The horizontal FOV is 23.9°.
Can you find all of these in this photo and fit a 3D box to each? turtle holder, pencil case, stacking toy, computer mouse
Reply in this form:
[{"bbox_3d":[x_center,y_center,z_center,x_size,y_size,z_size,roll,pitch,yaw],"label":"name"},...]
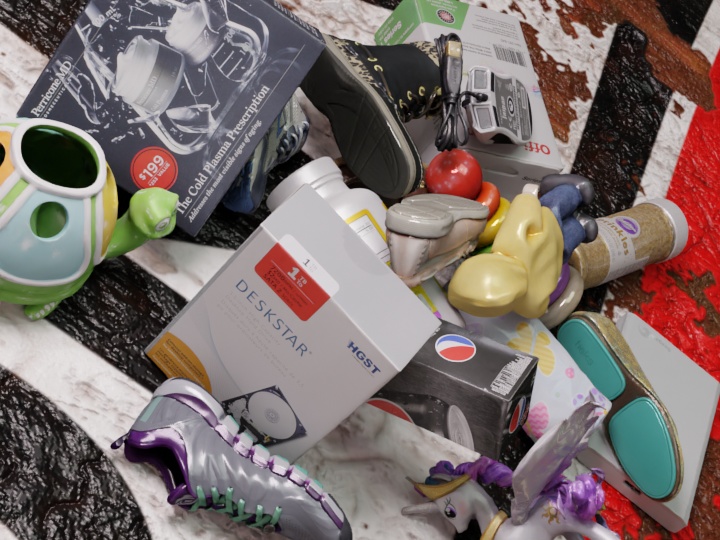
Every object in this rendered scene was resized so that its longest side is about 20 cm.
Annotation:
[{"bbox_3d":[-0.244,-0.043,1.331,0.185,0.132,0.142,33,43,-14],"label":"turtle holder"},{"bbox_3d":[0.143,0.085,1.584,0.200,0.091,0.083,47,64,2],"label":"pencil case"},{"bbox_3d":[0.127,-0.033,1.619,0.200,0.085,0.086,49,38,-26],"label":"stacking toy"},{"bbox_3d":[0.112,-0.155,1.615,0.200,0.044,0.111,11,71,-64],"label":"computer mouse"}]

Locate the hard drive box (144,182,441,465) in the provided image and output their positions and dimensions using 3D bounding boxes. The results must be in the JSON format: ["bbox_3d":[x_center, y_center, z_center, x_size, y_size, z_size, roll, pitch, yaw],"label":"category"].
[{"bbox_3d":[-0.058,0.053,1.359,0.156,0.200,0.077,45,42,0],"label":"hard drive box"}]

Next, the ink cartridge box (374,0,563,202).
[{"bbox_3d":[0.111,-0.175,1.754,0.144,0.084,0.201,9,55,-34],"label":"ink cartridge box"}]

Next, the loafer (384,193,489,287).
[{"bbox_3d":[0.061,-0.028,1.477,0.071,0.063,0.200,13,10,16],"label":"loafer"}]

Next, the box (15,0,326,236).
[{"bbox_3d":[-0.159,-0.167,1.431,0.181,0.201,0.104,33,10,-12],"label":"box"}]

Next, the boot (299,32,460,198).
[{"bbox_3d":[0.042,-0.151,1.588,0.153,0.074,0.204,-5,47,-37],"label":"boot"}]

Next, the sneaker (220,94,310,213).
[{"bbox_3d":[-0.084,-0.129,1.572,0.085,0.077,0.201,27,46,-26],"label":"sneaker"}]

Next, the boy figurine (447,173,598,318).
[{"bbox_3d":[0.149,-0.009,1.528,0.200,0.064,0.125,-42,131,-44],"label":"boy figurine"}]

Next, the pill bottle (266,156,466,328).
[{"bbox_3d":[0.000,0.000,1.517,0.104,0.104,0.201,-24,75,-46],"label":"pill bottle"}]

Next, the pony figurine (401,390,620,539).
[{"bbox_3d":[0.158,0.206,1.444,0.200,0.193,0.167,51,3,12],"label":"pony figurine"}]

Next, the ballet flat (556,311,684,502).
[{"bbox_3d":[0.259,0.125,1.627,0.070,0.071,0.201,-14,68,-44],"label":"ballet flat"}]

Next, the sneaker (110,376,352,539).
[{"bbox_3d":[-0.102,0.177,1.336,0.199,0.075,0.088,38,52,7],"label":"sneaker"}]

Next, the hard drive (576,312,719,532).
[{"bbox_3d":[0.290,0.148,1.698,0.132,0.026,0.201,38,43,-10],"label":"hard drive"}]

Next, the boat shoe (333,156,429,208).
[{"bbox_3d":[0.053,-0.065,1.633,0.199,0.070,0.071,6,51,-36],"label":"boat shoe"}]

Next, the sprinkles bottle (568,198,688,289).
[{"bbox_3d":[0.263,-0.024,1.776,0.199,0.068,0.069,-18,71,-45],"label":"sprinkles bottle"}]

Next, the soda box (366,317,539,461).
[{"bbox_3d":[0.043,0.078,1.404,0.199,0.071,0.063,23,39,20],"label":"soda box"}]
